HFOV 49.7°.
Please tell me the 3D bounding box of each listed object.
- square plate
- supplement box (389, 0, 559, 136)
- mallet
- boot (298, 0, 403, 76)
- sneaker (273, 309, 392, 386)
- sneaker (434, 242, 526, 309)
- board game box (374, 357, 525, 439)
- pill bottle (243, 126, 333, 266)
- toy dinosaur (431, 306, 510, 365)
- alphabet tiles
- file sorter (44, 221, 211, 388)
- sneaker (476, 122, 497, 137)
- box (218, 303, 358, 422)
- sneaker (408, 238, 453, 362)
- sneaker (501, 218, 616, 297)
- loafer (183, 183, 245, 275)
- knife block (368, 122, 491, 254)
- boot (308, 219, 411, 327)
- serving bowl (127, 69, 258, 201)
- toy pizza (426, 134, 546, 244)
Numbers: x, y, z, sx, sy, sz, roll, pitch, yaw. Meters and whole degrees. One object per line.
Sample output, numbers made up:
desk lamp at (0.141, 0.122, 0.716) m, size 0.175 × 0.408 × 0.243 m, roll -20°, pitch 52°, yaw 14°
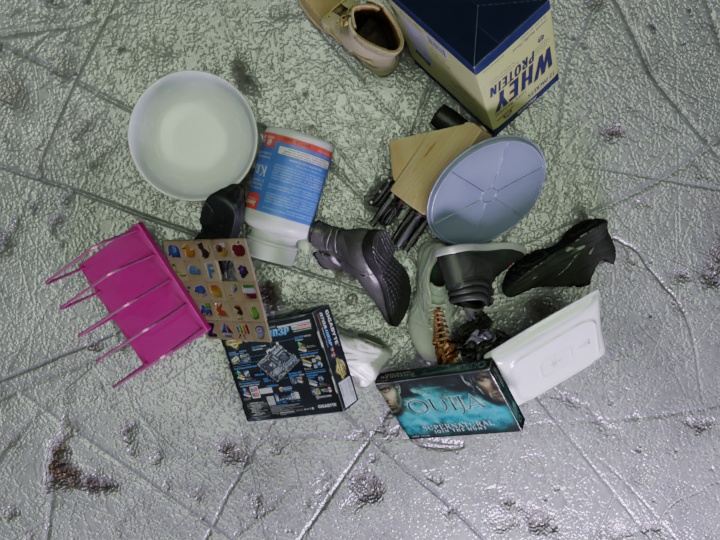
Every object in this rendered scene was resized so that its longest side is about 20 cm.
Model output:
square plate at (0.298, 0.133, 1.214) m, size 0.198 × 0.200 × 0.028 m, roll -30°, pitch 53°, yaw 1°
supplement box at (0.166, -0.341, 1.128) m, size 0.134 × 0.200 × 0.200 m, roll -41°, pitch 66°, yaw 2°
mallet at (0.092, -0.178, 1.253) m, size 0.066 × 0.041 × 0.200 m, roll 44°, pitch 96°, yaw -3°
boot at (-0.016, -0.383, 1.173) m, size 0.073 × 0.155 × 0.200 m, roll -45°, pitch 94°, yaw 2°
sneaker at (-0.055, 0.130, 1.249) m, size 0.199 × 0.078 × 0.100 m, roll 24°, pitch 98°, yaw -1°
sneaker at (0.193, 0.008, 1.209) m, size 0.200 × 0.071 × 0.100 m, roll -5°, pitch 86°, yaw -44°
board game box at (0.137, 0.203, 1.208) m, size 0.199 × 0.028 × 0.135 m, roll -13°, pitch 122°, yaw 32°
pill bottle at (-0.119, -0.113, 1.210) m, size 0.112 × 0.112 × 0.201 m, roll 15°, pitch 92°, yaw -3°
toy dinosaur at (0.168, 0.134, 1.225) m, size 0.136 × 0.200 × 0.102 m, roll -36°, pitch 56°, yaw -2°
alphabet tiles at (-0.234, 0.031, 1.204) m, size 0.199 × 0.008 × 0.168 m, roll 0°, pitch 112°, yaw 32°
file sorter at (-0.360, 0.056, 1.189) m, size 0.139 × 0.125 × 0.200 m, roll -31°, pitch 95°, yaw 22°
sneaker at (0.193, -0.155, 1.239) m, size 0.084 × 0.075 × 0.201 m, roll 24°, pitch 103°, yaw -2°
box at (-0.115, 0.147, 1.209) m, size 0.199 × 0.046 × 0.160 m, roll -13°, pitch 97°, yaw 33°
sneaker at (0.116, 0.051, 1.246) m, size 0.070 × 0.080 × 0.201 m, roll 1°, pitch 95°, yaw -4°
sneaker at (0.324, -0.002, 1.255) m, size 0.200 × 0.076 × 0.091 m, roll -30°, pitch 104°, yaw 4°
loafer at (-0.221, -0.048, 1.214) m, size 0.073 × 0.072 × 0.200 m, roll 33°, pitch 126°, yaw 0°
knife block at (0.108, -0.120, 1.193) m, size 0.199 × 0.064 × 0.176 m, roll -9°, pitch 88°, yaw 24°
boot at (0.000, 0.000, 1.240) m, size 0.131 × 0.070 × 0.200 m, roll 10°, pitch 135°, yaw 32°
serving bowl at (-0.258, -0.208, 1.223) m, size 0.199 × 0.066 × 0.201 m, roll 0°, pitch 94°, yaw -2°
toy pizza at (0.187, -0.121, 1.172) m, size 0.200 × 0.032 × 0.201 m, roll -15°, pitch 136°, yaw -15°
